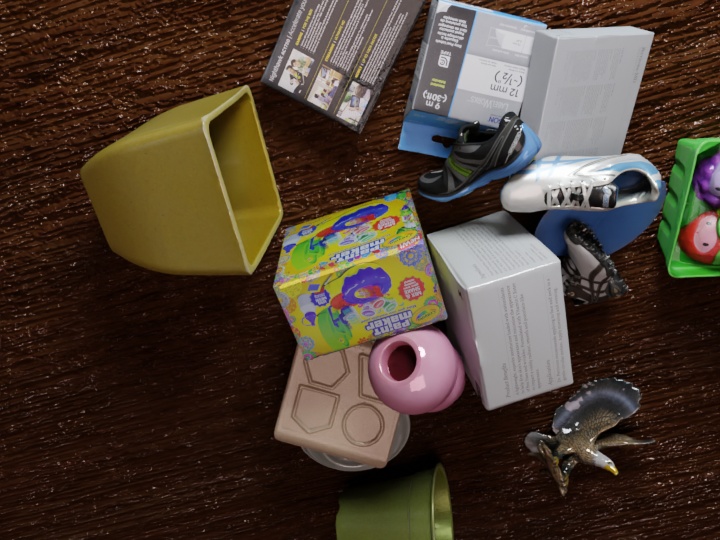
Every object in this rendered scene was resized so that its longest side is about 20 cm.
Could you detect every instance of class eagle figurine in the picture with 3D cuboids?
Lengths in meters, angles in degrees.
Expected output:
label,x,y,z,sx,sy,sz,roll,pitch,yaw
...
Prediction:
label,x,y,z,sx,sy,sz,roll,pitch,yaw
eagle figurine,0.404,0.298,1.057,0.199,0.151,0.152,-37,160,-16

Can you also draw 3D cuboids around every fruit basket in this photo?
label,x,y,z,sx,sy,sz,roll,pitch,yaw
fruit basket,0.516,-0.076,0.815,0.154,0.216,0.218,-2,117,-1

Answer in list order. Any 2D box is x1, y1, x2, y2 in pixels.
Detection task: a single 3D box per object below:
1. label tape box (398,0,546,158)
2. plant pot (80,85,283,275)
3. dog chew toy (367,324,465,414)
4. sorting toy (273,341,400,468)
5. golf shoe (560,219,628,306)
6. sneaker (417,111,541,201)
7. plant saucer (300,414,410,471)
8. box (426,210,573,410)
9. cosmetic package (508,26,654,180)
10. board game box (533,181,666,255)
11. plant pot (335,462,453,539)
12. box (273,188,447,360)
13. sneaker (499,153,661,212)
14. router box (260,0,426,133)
label,x,y,z,sx,sy,sz,roll,pitch,yaw
label tape box,0.141,-0.239,0.798,0.142,0.066,0.202,10,114,-7
plant pot,-0.236,-0.109,0.787,0.198,0.196,0.196,-8,117,10
dog chew toy,0.093,0.146,0.854,0.124,0.125,0.200,-34,150,14
sorting toy,-0.024,0.192,0.939,0.183,0.036,0.202,15,96,-1
golf shoe,0.326,0.003,0.888,0.094,0.078,0.200,-30,138,21
sneaker,0.148,-0.152,0.804,0.083,0.071,0.199,55,144,-10
plant saucer,-0.014,0.272,1.000,0.198,0.050,0.202,0,117,0
box,0.195,0.050,0.863,0.129,0.200,0.201,-16,116,-2
cosmetic package,0.285,-0.209,0.790,0.149,0.052,0.202,-8,123,-18
board game box,0.342,-0.088,0.879,0.198,0.039,0.159,1,139,-22
plant pot,0.060,0.459,1.089,0.188,0.201,0.202,-8,117,15
box,0.000,0.000,0.841,0.198,0.193,0.123,-17,116,6
sneaker,0.277,-0.105,0.760,0.198,0.073,0.072,-7,123,5
router box,-0.021,-0.301,0.768,0.148,0.051,0.201,25,113,-11
